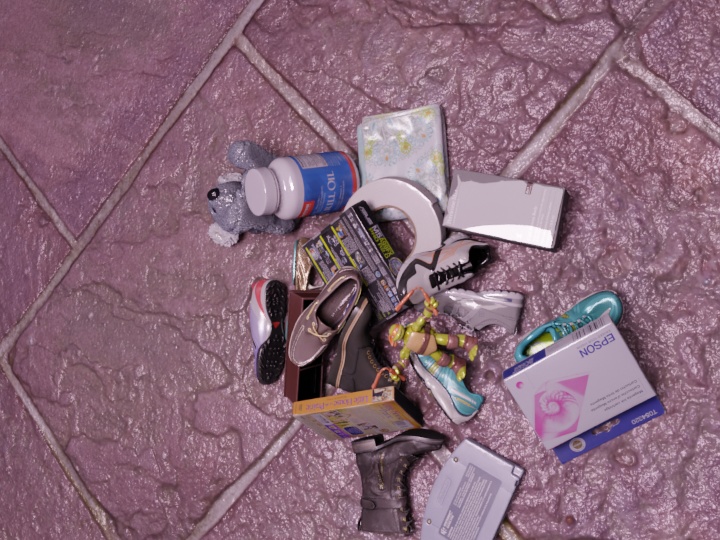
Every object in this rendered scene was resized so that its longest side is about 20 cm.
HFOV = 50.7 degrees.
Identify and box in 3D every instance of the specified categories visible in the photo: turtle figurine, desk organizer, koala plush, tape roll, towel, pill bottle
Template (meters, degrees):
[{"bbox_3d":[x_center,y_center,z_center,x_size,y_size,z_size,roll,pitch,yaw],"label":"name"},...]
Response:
[{"bbox_3d":[0.107,0.129,1.275,0.158,0.065,0.204,20,109,-8],"label":"turtle figurine"},{"bbox_3d":[-0.094,0.143,1.402,0.077,0.070,0.206,-161,74,-67],"label":"desk organizer"},{"bbox_3d":[-0.228,-0.132,1.495,0.197,0.182,0.182,-11,70,43],"label":"koala plush"},{"bbox_3d":[0.058,-0.067,1.376,0.198,0.037,0.208,6,106,22],"label":"tape roll"},{"bbox_3d":[0.079,-0.198,1.409,0.167,0.048,0.206,-7,82,23],"label":"towel"},{"bbox_3d":[-0.107,-0.154,1.391,0.111,0.196,0.115,24,120,50],"label":"pill bottle"}]

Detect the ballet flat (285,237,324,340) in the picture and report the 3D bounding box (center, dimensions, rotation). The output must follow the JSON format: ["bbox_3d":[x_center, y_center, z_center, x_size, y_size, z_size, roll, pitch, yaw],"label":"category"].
[{"bbox_3d":[-0.103,0.040,1.457,0.063,0.071,0.206,6,91,2],"label":"ballet flat"}]

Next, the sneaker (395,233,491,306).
[{"bbox_3d":[0.141,-0.004,1.285,0.079,0.198,0.075,12,130,52],"label":"sneaker"}]

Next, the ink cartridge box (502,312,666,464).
[{"bbox_3d":[0.356,0.200,1.203,0.194,0.043,0.202,-32,101,17],"label":"ink cartridge box"}]

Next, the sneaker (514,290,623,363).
[{"bbox_3d":[0.340,0.103,1.240,0.198,0.079,0.079,-35,73,16],"label":"sneaker"}]

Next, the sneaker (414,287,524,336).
[{"bbox_3d":[0.184,0.073,1.321,0.195,0.074,0.084,1,88,25],"label":"sneaker"}]

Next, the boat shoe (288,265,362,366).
[{"bbox_3d":[-0.062,0.085,1.318,0.071,0.060,0.202,35,96,-8],"label":"boat shoe"}]

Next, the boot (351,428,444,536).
[{"bbox_3d":[0.072,0.380,1.352,0.196,0.069,0.179,-13,84,27],"label":"boot"}]

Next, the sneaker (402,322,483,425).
[{"bbox_3d":[0.140,0.174,1.344,0.079,0.078,0.202,-36,77,-3],"label":"sneaker"}]

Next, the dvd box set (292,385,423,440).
[{"bbox_3d":[-0.003,0.256,1.348,0.196,0.146,0.030,-13,57,22],"label":"dvd box set"}]

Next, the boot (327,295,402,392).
[{"bbox_3d":[0.028,0.150,1.351,0.136,0.078,0.203,24,131,11],"label":"boot"}]

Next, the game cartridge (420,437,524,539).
[{"bbox_3d":[0.185,0.401,1.311,0.131,0.041,0.204,26,95,28],"label":"game cartridge"}]

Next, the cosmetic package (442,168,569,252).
[{"bbox_3d":[0.249,-0.103,1.305,0.195,0.090,0.110,12,91,20],"label":"cosmetic package"}]

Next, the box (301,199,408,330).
[{"bbox_3d":[0.000,0.000,1.365,0.159,0.044,0.202,-34,87,44],"label":"box"}]

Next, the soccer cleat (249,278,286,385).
[{"bbox_3d":[-0.188,0.119,1.492,0.072,0.067,0.206,1,89,47],"label":"soccer cleat"}]
